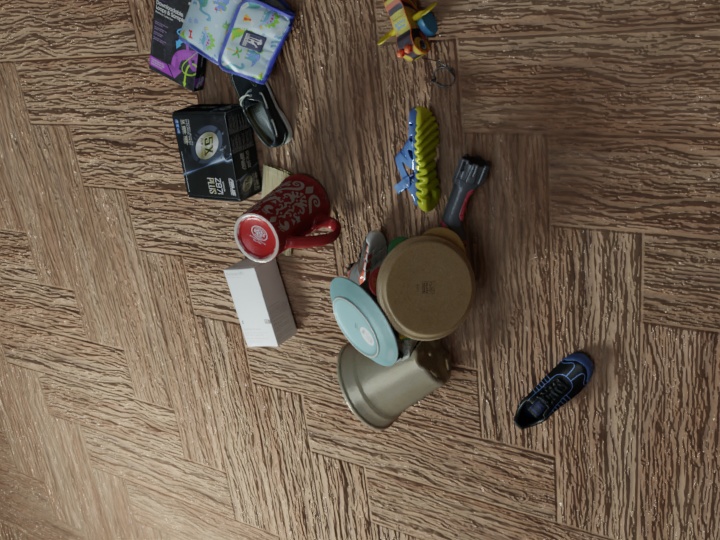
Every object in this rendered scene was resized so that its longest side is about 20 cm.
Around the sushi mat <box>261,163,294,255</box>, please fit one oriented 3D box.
[{"bbox_3d":[-0.187,-0.137,1.808,0.095,0.012,0.202,24,124,26],"label":"sushi mat"}]

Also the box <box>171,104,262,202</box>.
[{"bbox_3d":[-0.320,-0.265,1.794,0.162,0.086,0.202,8,116,32],"label":"box"}]

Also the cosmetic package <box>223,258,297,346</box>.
[{"bbox_3d":[-0.236,0.073,1.899,0.112,0.081,0.202,-6,109,39],"label":"cosmetic package"}]

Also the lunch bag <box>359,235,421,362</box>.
[{"bbox_3d":[0.087,0.061,1.579,0.168,0.200,0.139,47,150,2],"label":"lunch bag"}]

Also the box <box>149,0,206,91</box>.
[{"bbox_3d":[-0.399,-0.516,1.763,0.142,0.036,0.202,29,124,21],"label":"box"}]

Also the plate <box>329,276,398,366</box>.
[{"bbox_3d":[-0.002,0.103,1.531,0.200,0.025,0.201,42,151,30],"label":"plate"}]

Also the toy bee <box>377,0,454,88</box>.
[{"bbox_3d":[0.094,-0.419,1.409,0.200,0.109,0.131,47,128,8],"label":"toy bee"}]

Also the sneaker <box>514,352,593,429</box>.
[{"bbox_3d":[0.371,0.240,1.545,0.070,0.078,0.201,42,130,11],"label":"sneaker"}]

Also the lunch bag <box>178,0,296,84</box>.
[{"bbox_3d":[-0.244,-0.496,1.612,0.199,0.128,0.171,33,126,0],"label":"lunch bag"}]

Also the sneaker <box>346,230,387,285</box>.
[{"bbox_3d":[0.000,0.000,1.701,0.081,0.077,0.202,28,125,30],"label":"sneaker"}]

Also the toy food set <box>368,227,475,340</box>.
[{"bbox_3d":[0.117,0.029,1.478,0.049,0.196,0.202,-172,65,-77],"label":"toy food set"}]

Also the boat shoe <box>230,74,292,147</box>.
[{"bbox_3d":[-0.219,-0.352,1.696,0.201,0.060,0.076,53,131,3],"label":"boat shoe"}]

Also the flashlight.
[{"bbox_3d":[0.193,-0.118,1.515,0.067,0.068,0.202,26,119,13],"label":"flashlight"}]

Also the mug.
[{"bbox_3d":[-0.149,-0.107,1.665,0.176,0.200,0.135,-2,113,29],"label":"mug"}]

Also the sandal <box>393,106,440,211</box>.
[{"bbox_3d":[0.101,-0.212,1.525,0.086,0.079,0.202,15,118,33],"label":"sandal"}]

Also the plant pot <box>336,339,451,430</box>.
[{"bbox_3d":[0.082,0.208,1.682,0.183,0.200,0.202,-30,93,29],"label":"plant pot"}]
